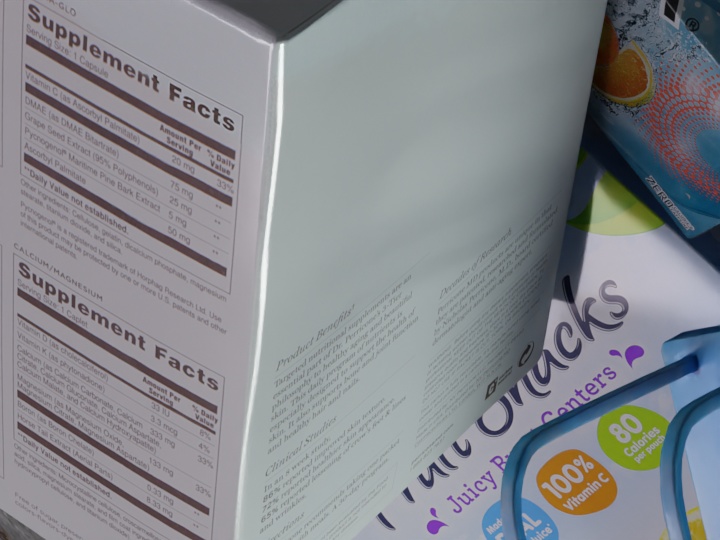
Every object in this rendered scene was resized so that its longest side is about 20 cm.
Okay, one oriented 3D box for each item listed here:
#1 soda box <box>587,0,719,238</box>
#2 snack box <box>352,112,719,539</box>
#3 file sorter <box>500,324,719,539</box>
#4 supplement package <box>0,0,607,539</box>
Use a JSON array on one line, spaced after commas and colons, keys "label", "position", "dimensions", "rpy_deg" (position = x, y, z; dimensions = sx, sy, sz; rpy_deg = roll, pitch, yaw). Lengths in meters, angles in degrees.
[{"label": "soda box", "position": [0.063, -0.111, 0.704], "dimensions": [0.200, 0.068, 0.064], "rpy_deg": [50, 152, -3]}, {"label": "snack box", "position": [0.063, 0.039, 0.824], "dimensions": [0.168, 0.068, 0.200], "rpy_deg": [42, 129, -5]}, {"label": "file sorter", "position": [0.150, 0.078, 0.615], "dimensions": [0.199, 0.122, 0.140], "rpy_deg": [-12, 93, 36]}, {"label": "supplement package", "position": [-0.040, -0.044, 0.674], "dimensions": [0.150, 0.152, 0.201], "rpy_deg": [30, 136, 23]}]
